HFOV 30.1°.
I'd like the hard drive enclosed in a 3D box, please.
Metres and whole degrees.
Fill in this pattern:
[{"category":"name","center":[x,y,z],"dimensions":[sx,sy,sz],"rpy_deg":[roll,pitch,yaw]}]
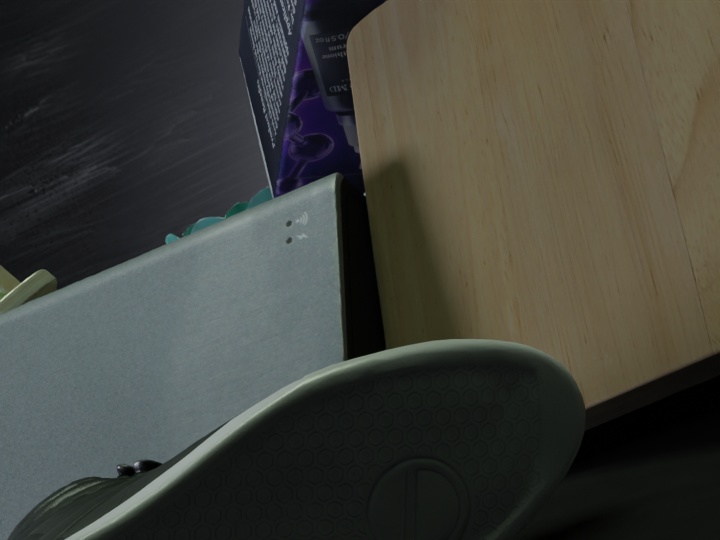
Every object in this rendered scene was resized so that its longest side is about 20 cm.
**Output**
[{"category":"hard drive","center":[-0.082,0.057,0.535],"dimensions":[0.199,0.140,0.033],"rpy_deg":[-21,-36,25]}]

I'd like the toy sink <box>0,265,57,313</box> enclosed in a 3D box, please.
[{"category":"toy sink","center":[-0.314,0.054,0.983],"dimensions":[0.130,0.112,0.200],"rpy_deg":[-46,-9,-32]}]

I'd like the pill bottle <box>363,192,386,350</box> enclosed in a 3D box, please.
[{"category":"pill bottle","center":[0.068,-0.005,0.611],"dimensions":[0.199,0.115,0.114],"rpy_deg":[-23,3,-17]}]

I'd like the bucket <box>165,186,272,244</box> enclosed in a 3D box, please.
[{"category":"bucket","center":[0.000,0.000,0.795],"dimensions":[0.206,0.135,0.207],"rpy_deg":[-23,4,2]}]

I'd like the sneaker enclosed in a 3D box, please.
[{"category":"sneaker","center":[-0.034,0.071,0.398],"dimensions":[0.199,0.071,0.099],"rpy_deg":[-27,8,-7]}]

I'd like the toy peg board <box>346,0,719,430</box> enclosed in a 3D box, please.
[{"category":"toy peg board","center":[0.105,-0.040,0.489],"dimensions":[0.098,0.201,0.199],"rpy_deg":[18,-36,-39]}]

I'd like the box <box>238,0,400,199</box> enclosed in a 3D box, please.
[{"category":"box","center":[0.028,-0.134,0.626],"dimensions":[0.147,0.105,0.200],"rpy_deg":[-7,-32,-13]}]
